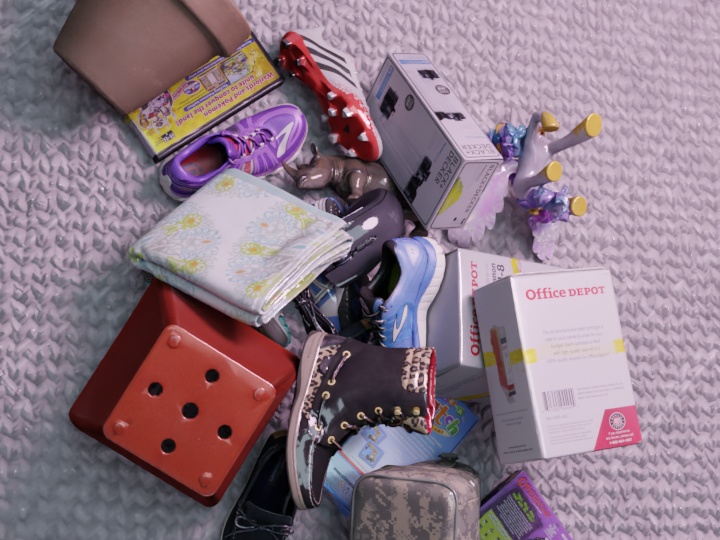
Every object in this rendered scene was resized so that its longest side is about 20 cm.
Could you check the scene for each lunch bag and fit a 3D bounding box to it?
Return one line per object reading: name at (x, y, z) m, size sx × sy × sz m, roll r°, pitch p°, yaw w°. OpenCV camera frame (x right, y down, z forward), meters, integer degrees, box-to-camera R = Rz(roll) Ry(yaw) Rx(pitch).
lunch bag at (0.075, 0.316, 1.466) m, size 0.139 × 0.168 × 0.201 m, roll 2°, pitch 91°, yaw 26°

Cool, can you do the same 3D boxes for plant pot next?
plant pot at (-0.254, -0.279, 1.480) m, size 0.200 × 0.200 × 0.175 m, roll 44°, pitch 87°, yaw -5°
plant pot at (-0.187, 0.140, 1.399) m, size 0.199 × 0.176 × 0.200 m, roll 33°, pitch 88°, yaw -8°

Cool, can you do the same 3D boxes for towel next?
towel at (-0.131, -0.030, 1.431) m, size 0.199 × 0.048 × 0.171 m, roll 25°, pitch 47°, yaw 28°

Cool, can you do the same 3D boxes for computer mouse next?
computer mouse at (0.000, 0.000, 1.509) m, size 0.200 × 0.046 × 0.141 m, roll -35°, pitch 108°, yaw -30°

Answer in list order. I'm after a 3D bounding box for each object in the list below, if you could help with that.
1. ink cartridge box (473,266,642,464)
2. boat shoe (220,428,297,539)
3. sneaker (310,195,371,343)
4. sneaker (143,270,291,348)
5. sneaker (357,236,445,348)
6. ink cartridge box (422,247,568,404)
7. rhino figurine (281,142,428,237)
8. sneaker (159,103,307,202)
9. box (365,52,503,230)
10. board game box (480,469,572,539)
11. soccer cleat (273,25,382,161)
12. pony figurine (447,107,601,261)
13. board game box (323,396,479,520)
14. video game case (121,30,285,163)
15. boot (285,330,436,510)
ink cartridge box at (0.218, 0.105, 1.439) m, size 0.145 × 0.083 × 0.201 m, roll -3°, pitch 80°, yaw -30°
boat shoe at (-0.110, 0.278, 1.468) m, size 0.074 × 0.062 × 0.201 m, roll 20°, pitch 88°, yaw -7°
sneaker at (-0.037, 0.013, 1.570) m, size 0.076 × 0.077 × 0.201 m, roll -19°, pitch 99°, yaw -65°
sneaker at (-0.171, 0.036, 1.520) m, size 0.200 × 0.078 × 0.091 m, roll 40°, pitch 83°, yaw -1°
sneaker at (0.029, 0.055, 1.492) m, size 0.089 × 0.078 × 0.201 m, roll 9°, pitch 94°, yaw -35°
ink cartridge box at (0.161, 0.074, 1.551) m, size 0.199 × 0.145 × 0.146 m, roll 9°, pitch 69°, yaw -26°
rhino figurine at (-0.004, -0.105, 1.602) m, size 0.199 × 0.060 × 0.088 m, roll 15°, pitch 50°, yaw -14°
sneaker at (-0.144, -0.143, 1.554) m, size 0.200 × 0.083 × 0.081 m, roll -31°, pitch 89°, yaw -23°
box at (0.080, -0.158, 1.566) m, size 0.060 × 0.117 × 0.200 m, roll -4°, pitch 49°, yaw -35°
board game box at (0.211, 0.361, 1.589) m, size 0.120 × 0.032 × 0.200 m, roll -35°, pitch 91°, yaw -18°
soccer cleat at (-0.024, -0.224, 1.604) m, size 0.085 × 0.069 × 0.200 m, roll -28°, pitch 73°, yaw -36°
pony figurine at (0.213, -0.113, 1.629) m, size 0.166 × 0.200 × 0.194 m, roll 9°, pitch 91°, yaw -23°
board game box at (0.027, 0.199, 1.559) m, size 0.151 × 0.037 × 0.200 m, roll 45°, pitch 69°, yaw -4°
video game case at (-0.221, -0.256, 1.585) m, size 0.200 × 0.025 × 0.181 m, roll -36°, pitch 90°, yaw -23°
boot at (0.002, 0.165, 1.414) m, size 0.150 × 0.073 × 0.201 m, roll 2°, pitch 65°, yaw 12°
